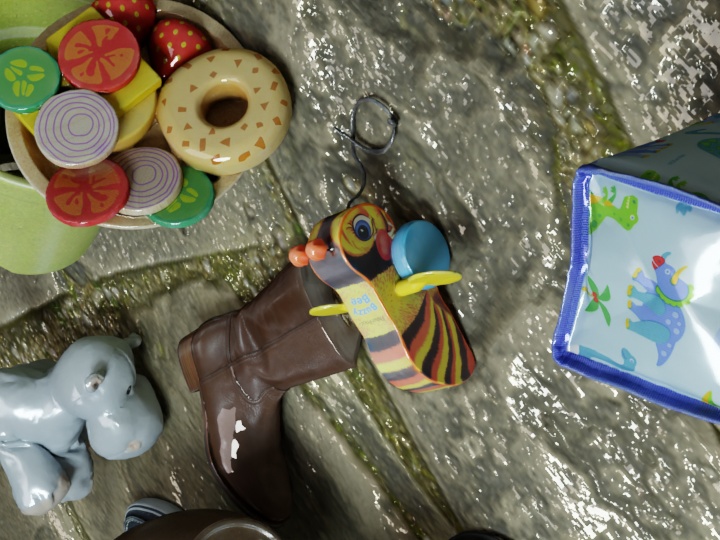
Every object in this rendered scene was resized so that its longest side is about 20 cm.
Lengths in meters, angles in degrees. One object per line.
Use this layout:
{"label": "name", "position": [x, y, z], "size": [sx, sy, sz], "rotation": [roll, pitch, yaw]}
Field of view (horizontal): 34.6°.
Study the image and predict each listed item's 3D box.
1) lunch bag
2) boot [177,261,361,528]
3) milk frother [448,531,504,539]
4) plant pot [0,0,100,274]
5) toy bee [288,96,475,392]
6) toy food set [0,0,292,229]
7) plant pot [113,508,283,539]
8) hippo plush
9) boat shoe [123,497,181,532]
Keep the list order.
{"label": "lunch bag", "position": [0.218, 0.009, 0.547], "size": [0.198, 0.169, 0.130], "rotation": [18, 118, 35]}
{"label": "boot", "position": [-0.051, 0.097, 0.915], "size": [0.199, 0.064, 0.188], "rotation": [-30, 87, 40]}
{"label": "milk frother", "position": [0.044, 0.324, 0.817], "size": [0.180, 0.187, 0.202], "rotation": [-31, 84, 45]}
{"label": "plant pot", "position": [-0.271, -0.099, 0.967], "size": [0.201, 0.199, 0.185], "rotation": [53, 145, 14]}
{"label": "toy bee", "position": [0.000, 0.000, 0.792], "size": [0.201, 0.108, 0.131], "rotation": [54, 135, 13]}
{"label": "toy food set", "position": [-0.166, -0.119, 0.849], "size": [0.200, 0.198, 0.049], "rotation": [45, 161, 11]}
{"label": "plant pot", "position": [-0.122, 0.268, 0.923], "size": [0.188, 0.185, 0.200], "rotation": [57, 147, 9]}
{"label": "hippo plush", "position": [-0.267, 0.113, 1.090], "size": [0.159, 0.160, 0.202], "rotation": [-24, 106, 15]}
{"label": "boat shoe", "position": [-0.177, 0.292, 1.080], "size": [0.199, 0.090, 0.072], "rotation": [32, 125, 30]}
